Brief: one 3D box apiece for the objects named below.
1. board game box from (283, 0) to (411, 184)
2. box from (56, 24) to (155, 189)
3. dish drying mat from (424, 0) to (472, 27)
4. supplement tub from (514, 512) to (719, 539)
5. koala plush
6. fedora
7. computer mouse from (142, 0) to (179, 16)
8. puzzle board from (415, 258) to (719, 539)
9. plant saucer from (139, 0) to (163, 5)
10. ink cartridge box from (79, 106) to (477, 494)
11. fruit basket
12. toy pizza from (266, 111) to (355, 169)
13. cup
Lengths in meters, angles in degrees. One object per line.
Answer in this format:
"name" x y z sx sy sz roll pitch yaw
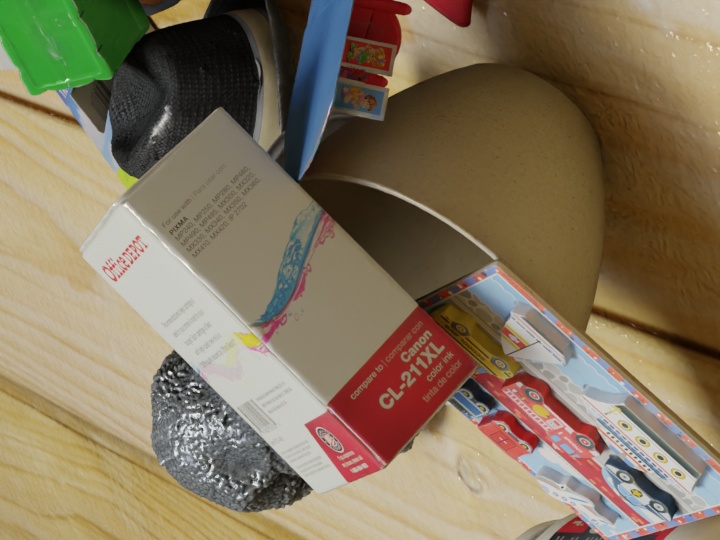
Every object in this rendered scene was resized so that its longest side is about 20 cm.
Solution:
"board game box" 0.001 -0.140 1.349 0.158 0.039 0.201 153 129 -78
"box" -0.159 -0.111 1.859 0.200 0.048 0.122 53 152 12
"dish drying mat" 0.043 -0.235 1.428 0.077 0.018 0.201 39 147 30
"supplement tub" 0.179 0.215 1.527 0.200 0.140 0.141 -8 111 60
"koala plush" -0.048 0.069 1.690 0.178 0.183 0.200 54 159 5
"fedora" -0.116 -0.109 1.671 0.200 0.091 0.202 180 90 -67
"computer mouse" -0.137 -0.215 1.734 0.059 0.034 0.200 62 152 -5
"puzzle board" 0.110 0.080 1.394 0.200 0.017 0.151 41 152 -12
"plant saucer" -0.153 -0.270 1.599 0.200 0.037 0.201 -18 -90 -81
"ink cartridge box" -0.049 0.020 1.375 0.200 0.083 0.146 45 162 -3
"fruit basket" -0.200 -0.217 1.615 0.201 0.093 0.186 -94 -16 -45
"toy pizza" 0.000 0.000 1.544 0.032 0.200 0.201 -19 102 46
"cup" 0.062 -0.035 1.437 0.199 0.144 0.201 26 151 16
